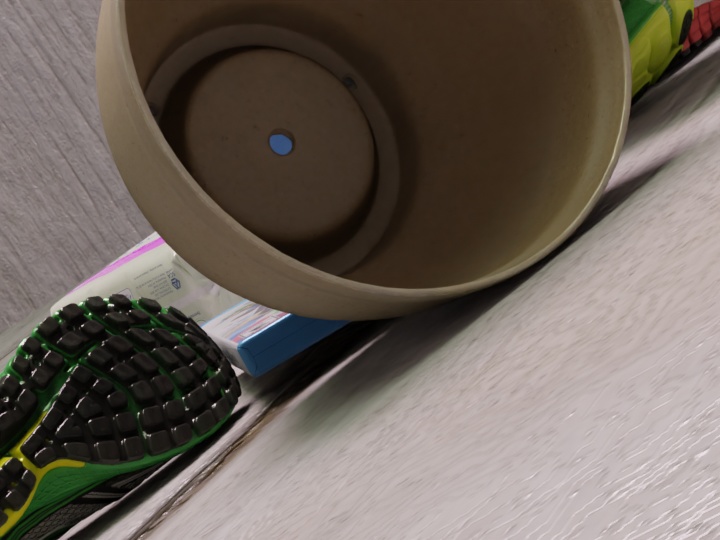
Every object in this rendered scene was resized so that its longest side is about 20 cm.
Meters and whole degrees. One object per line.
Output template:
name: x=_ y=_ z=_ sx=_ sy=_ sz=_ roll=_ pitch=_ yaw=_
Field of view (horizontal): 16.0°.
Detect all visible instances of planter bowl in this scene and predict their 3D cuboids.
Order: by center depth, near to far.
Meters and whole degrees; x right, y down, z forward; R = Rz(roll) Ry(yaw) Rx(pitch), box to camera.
planter bowl: x=-0.016 y=-0.066 z=0.980 sx=0.200 sy=0.200 sz=0.135 roll=-37 pitch=-1 yaw=-29

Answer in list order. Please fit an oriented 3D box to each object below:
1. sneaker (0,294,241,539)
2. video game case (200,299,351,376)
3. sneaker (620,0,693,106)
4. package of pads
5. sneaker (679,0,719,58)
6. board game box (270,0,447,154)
sneaker: x=-0.137 y=0.077 z=1.053 sx=0.200 sy=0.078 sz=0.085 roll=-27 pitch=-20 yaw=-31
video game case: x=0.000 y=0.000 z=1.134 sx=0.143 sy=0.018 sz=0.200 roll=-31 pitch=5 yaw=-7
sneaker: x=0.075 y=-0.093 z=1.206 sx=0.074 sy=0.084 sz=0.200 roll=-38 pitch=7 yaw=-38
package of pads: x=-0.069 y=-0.013 z=1.476 sx=0.200 sy=0.068 sz=0.154 roll=-38 pitch=7 yaw=-38
sneaker: x=0.167 y=-0.164 z=1.280 sx=0.200 sy=0.082 sz=0.078 roll=-36 pitch=4 yaw=-30
board game box: x=-0.024 y=-0.089 z=1.135 sx=0.039 sy=0.158 sz=0.200 roll=-38 pitch=9 yaw=-40
